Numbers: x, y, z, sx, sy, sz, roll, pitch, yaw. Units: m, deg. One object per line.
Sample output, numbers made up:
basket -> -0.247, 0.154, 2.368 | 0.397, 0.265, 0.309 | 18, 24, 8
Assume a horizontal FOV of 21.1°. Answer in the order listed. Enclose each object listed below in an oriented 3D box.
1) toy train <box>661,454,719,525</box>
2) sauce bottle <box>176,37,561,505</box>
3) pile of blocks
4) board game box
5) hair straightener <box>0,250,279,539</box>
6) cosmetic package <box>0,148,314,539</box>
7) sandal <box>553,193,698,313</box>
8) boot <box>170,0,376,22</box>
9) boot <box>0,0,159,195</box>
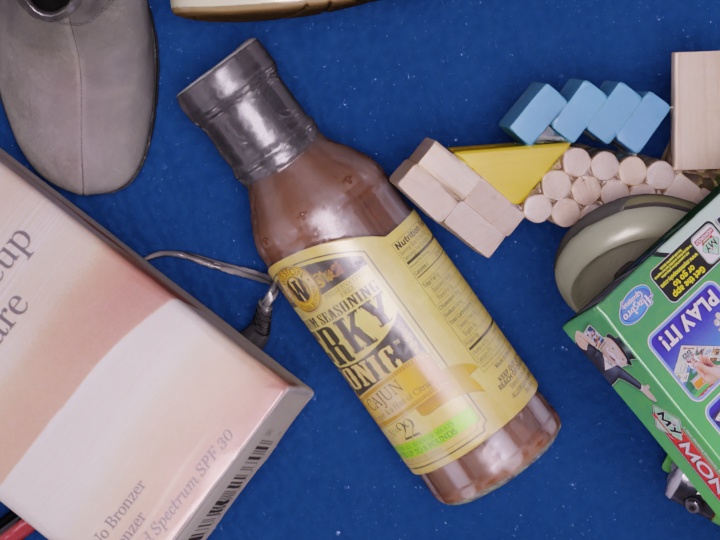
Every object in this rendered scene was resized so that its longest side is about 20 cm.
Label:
toy train -> 0.209, 0.113, 0.773 | 0.200, 0.056, 0.042 | 26, 132, 9
sauce bottle -> 0.000, 0.000, 0.774 | 0.065, 0.065, 0.200 | -36, 95, 5
pile of blocks -> 0.109, -0.047, 0.769 | 0.199, 0.062, 0.082 | 1, 97, -8
board game box -> 0.185, 0.010, 0.707 | 0.200, 0.029, 0.135 | -40, 90, -26
hair straightener -> -0.122, 0.053, 0.793 | 0.200, 0.041, 0.077 | -34, 97, 5
cosmetic package -> -0.128, 0.025, 0.740 | 0.200, 0.087, 0.103 | 36, 88, 8
sandal -> 0.163, 0.034, 0.745 | 0.200, 0.057, 0.080 | 18, 127, -21
boot -> 0.008, -0.184, 0.743 | 0.199, 0.072, 0.155 | -16, 99, -3
boot -> -0.113, -0.110, 0.715 | 0.067, 0.131, 0.201 | 0, 109, -2
